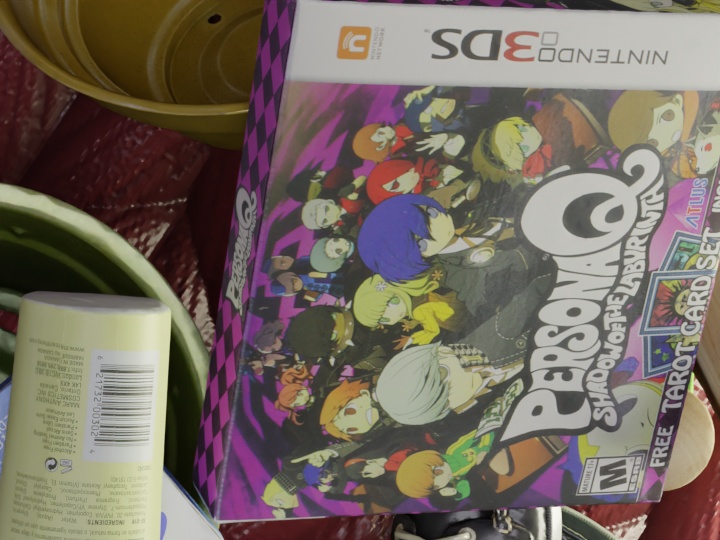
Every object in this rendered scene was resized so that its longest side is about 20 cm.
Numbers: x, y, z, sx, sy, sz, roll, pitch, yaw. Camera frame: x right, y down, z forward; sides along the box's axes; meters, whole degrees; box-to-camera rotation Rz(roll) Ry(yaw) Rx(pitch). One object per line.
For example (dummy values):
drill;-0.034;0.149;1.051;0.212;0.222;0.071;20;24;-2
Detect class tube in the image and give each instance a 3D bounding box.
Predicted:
tube;-0.098;0.108;0.843;0.058;0.052;0.201;7;95;34

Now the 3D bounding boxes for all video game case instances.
video game case;0.042;-0.006;0.885;0.180;0.036;0.201;0;117;-21

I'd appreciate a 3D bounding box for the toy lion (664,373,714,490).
toy lion;0.091;-0.028;1.091;0.191;0.069;0.201;24;88;1

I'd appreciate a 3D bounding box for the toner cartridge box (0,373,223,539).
toner cartridge box;-0.153;0.124;0.879;0.200;0.043;0.095;-41;97;-5

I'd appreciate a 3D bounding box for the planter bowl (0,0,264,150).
planter bowl;-0.038;-0.106;0.950;0.199;0.084;0.201;-5;51;6

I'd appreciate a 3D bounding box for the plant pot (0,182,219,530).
plant pot;-0.158;0.067;0.995;0.199;0.190;0.201;0;90;-7

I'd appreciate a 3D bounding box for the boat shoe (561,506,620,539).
boat shoe;0.121;0.185;1.089;0.074;0.066;0.200;-31;94;-4

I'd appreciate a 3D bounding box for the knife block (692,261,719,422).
knife block;0.129;-0.037;0.979;0.064;0.200;0.176;-25;113;4

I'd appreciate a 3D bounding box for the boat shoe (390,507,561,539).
boat shoe;0.039;0.136;1.065;0.060;0.074;0.201;-14;108;-49
